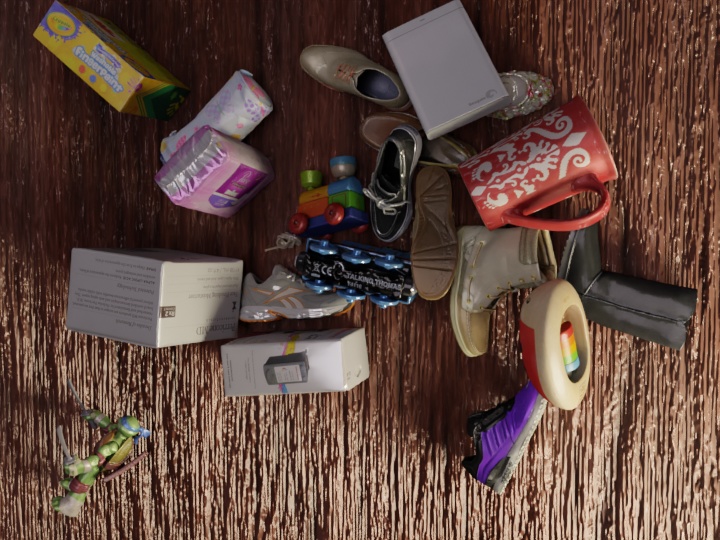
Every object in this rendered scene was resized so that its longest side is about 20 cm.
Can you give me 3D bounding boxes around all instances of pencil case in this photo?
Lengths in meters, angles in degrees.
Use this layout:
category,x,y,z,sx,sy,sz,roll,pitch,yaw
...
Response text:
category,x,y,z,sx,sy,sz,roll,pitch,yaw
pencil case,-0.235,-0.233,1.555,0.200,0.083,0.091,-39,61,15

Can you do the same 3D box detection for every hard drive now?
category,x,y,z,sx,sy,sz,roll,pitch,yaw
hard drive,0.125,-0.302,1.425,0.131,0.027,0.201,-24,62,5

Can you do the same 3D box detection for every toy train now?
category,x,y,z,sx,sy,sz,roll,pitch,yaw
toy train,0.000,0.000,1.482,0.198,0.114,0.087,12,104,15
toy train,-0.082,-0.106,1.528,0.199,0.084,0.117,-13,72,33

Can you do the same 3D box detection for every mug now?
category,x,y,z,sx,sy,sz,roll,pitch,yaw
mug,0.253,-0.138,1.364,0.199,0.178,0.134,-25,121,10

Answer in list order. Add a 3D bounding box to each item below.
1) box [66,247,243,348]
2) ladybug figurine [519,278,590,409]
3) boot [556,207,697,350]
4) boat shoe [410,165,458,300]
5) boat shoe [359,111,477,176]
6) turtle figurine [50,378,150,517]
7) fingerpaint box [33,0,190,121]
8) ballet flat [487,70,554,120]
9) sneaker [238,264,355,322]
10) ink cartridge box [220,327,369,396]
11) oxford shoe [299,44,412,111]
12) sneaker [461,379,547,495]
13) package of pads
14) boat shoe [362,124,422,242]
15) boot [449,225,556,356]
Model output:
category,x,y,z,sx,sy,sz,roll,pitch,yaw
box,-0.323,0.037,1.513,0.199,0.198,0.132,8,95,30
ladybug figurine,0.277,0.108,1.371,0.072,0.136,0.202,1,112,37
boot,0.393,0.013,1.393,0.199,0.066,0.166,19,110,20
boat shoe,0.113,-0.053,1.443,0.071,0.065,0.202,3,81,4
boat shoe,0.086,-0.201,1.471,0.199,0.068,0.073,18,98,14
turtle figurine,-0.478,0.304,1.624,0.195,0.199,0.144,-57,44,15
fingerpaint box,-0.401,-0.335,1.553,0.200,0.167,0.074,41,102,9
ballet flat,0.190,-0.266,1.441,0.198,0.064,0.076,-2,91,15
sneaker,-0.107,0.034,1.539,0.198,0.076,0.093,-3,88,15
ink cartridge box,-0.100,0.142,1.502,0.198,0.148,0.086,-5,93,15
oxford shoe,-0.010,-0.309,1.490,0.199,0.074,0.071,21,98,14
sneaker,0.214,0.234,1.458,0.099,0.070,0.201,26,99,15
package of pads,-0.224,-0.151,1.495,0.120,0.200,0.076,-40,77,11
boat shoe,0.045,-0.121,1.449,0.073,0.068,0.200,30,130,16
boot,0.214,0.029,1.424,0.154,0.072,0.202,-2,89,36
